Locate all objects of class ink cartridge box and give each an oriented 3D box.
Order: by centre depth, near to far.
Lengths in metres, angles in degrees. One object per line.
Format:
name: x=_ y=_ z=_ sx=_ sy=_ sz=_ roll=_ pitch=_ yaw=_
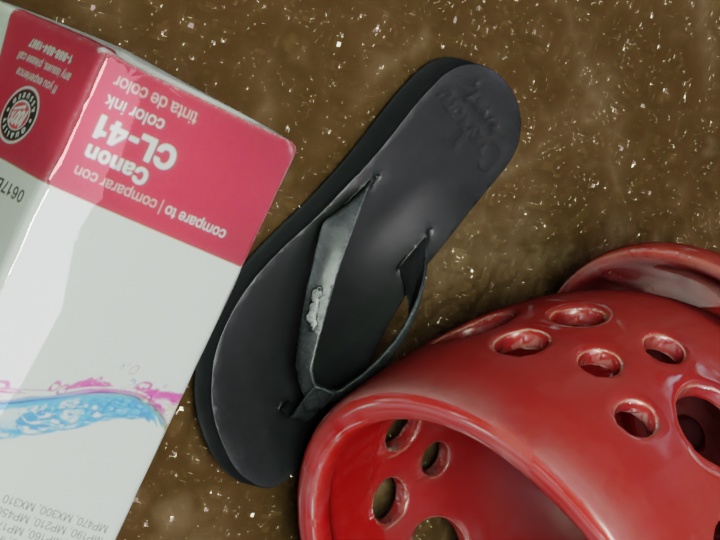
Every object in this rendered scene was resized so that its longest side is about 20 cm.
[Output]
ink cartridge box: x=-0.125 y=0.016 z=0.671 sx=0.085 sy=0.147 sz=0.201 roll=26 pitch=90 yaw=-37

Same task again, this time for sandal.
sandal: x=0.000 y=-0.001 z=0.814 sx=0.076 sy=0.043 sz=0.201 roll=36 pitch=85 yaw=-37

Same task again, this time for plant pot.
plant pot: x=0.102 y=0.101 z=0.819 sx=0.182 sy=0.200 sz=0.201 roll=-30 pitch=122 yaw=-39
